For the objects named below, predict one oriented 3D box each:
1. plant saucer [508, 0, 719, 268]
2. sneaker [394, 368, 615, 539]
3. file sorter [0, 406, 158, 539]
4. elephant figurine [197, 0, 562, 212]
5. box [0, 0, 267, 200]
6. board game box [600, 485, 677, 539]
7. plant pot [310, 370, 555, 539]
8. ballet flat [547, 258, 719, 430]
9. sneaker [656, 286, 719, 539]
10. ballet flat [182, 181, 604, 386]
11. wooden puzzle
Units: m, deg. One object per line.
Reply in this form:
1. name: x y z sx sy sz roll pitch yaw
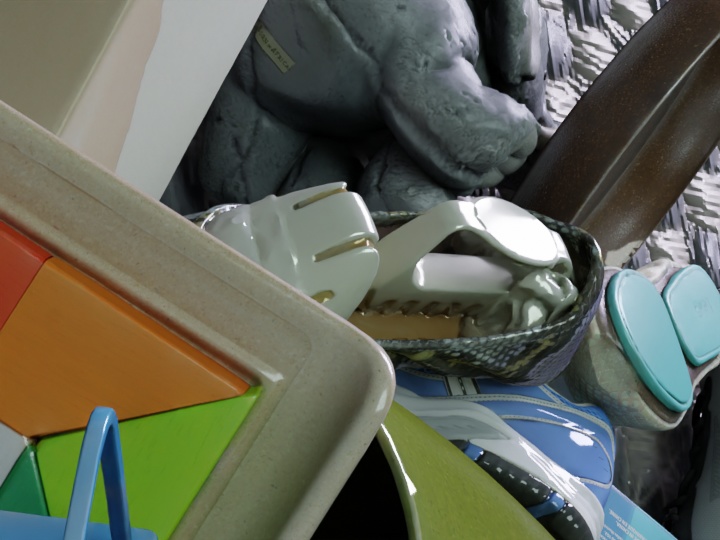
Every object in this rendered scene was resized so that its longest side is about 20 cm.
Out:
1. plant saucer: 0.103 -0.043 0.911 0.032 0.200 0.200 37 46 11
2. sneaker: 0.001 0.043 0.836 0.200 0.076 0.077 32 41 5
3. file sorter: -0.156 0.093 0.524 0.199 0.123 0.139 7 62 1
4. elephant figurine: 0.026 -0.087 0.917 0.141 0.155 0.200 31 35 12
5. box: -0.090 -0.095 0.763 0.200 0.095 0.078 -64 156 -13
6. board game box: 0.041 0.155 0.874 0.151 0.047 0.200 40 52 -21
7. plant pot: 0.003 0.131 0.718 0.200 0.187 0.188 25 58 -48
8. ballet flat: 0.101 0.035 0.919 0.068 0.062 0.200 68 18 6
9. sneaker: 0.160 0.094 0.986 0.079 0.074 0.201 -7 57 -1
10. ballet flat: 0.000 0.000 0.757 0.200 0.072 0.072 1 73 -35
11. wooden puzzle: -0.118 0.050 0.621 0.200 0.185 0.037 33 6 4
